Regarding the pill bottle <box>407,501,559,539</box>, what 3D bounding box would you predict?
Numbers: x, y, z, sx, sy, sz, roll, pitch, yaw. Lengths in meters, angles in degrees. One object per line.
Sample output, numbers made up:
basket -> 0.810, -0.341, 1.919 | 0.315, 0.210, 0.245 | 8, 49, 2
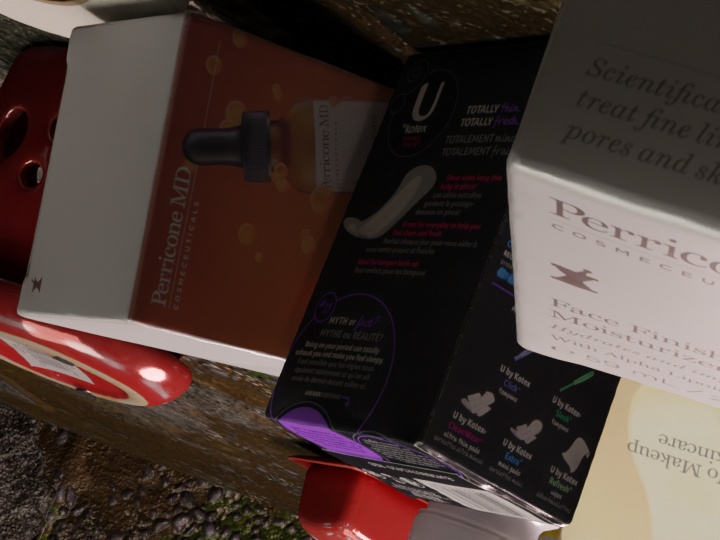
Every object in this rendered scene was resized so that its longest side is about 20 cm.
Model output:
pill bottle -> 0.101, 0.094, 1.123 | 0.111, 0.201, 0.112 | 21, 167, 5

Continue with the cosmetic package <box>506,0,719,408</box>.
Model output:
cosmetic package -> 0.149, -0.049, 0.577 | 0.164, 0.166, 0.200 | 18, 166, 12

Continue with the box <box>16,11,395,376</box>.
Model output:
box -> -0.054, -0.028, 0.914 | 0.199, 0.153, 0.106 | 15, 172, -40

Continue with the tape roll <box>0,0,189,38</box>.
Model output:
tape roll -> -0.174, -0.173, 0.875 | 0.202, 0.037, 0.203 | 21, 166, 6

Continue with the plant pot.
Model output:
plant pot -> -0.163, -0.020, 1.147 | 0.199, 0.183, 0.201 | 18, 166, 5

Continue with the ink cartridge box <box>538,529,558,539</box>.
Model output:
ink cartridge box -> 0.238, 0.227, 1.423 | 0.146, 0.201, 0.146 | 9, 161, 41

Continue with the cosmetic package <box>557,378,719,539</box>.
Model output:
cosmetic package -> 0.175, 0.075, 0.975 | 0.105, 0.071, 0.201 | 16, 123, 19

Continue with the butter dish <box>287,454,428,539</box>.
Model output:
butter dish -> 0.002, 0.332, 2.300 | 0.199, 0.149, 0.200 | 28, 165, -27

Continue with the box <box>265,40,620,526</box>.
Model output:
box -> 0.059, 0.005, 0.846 | 0.106, 0.201, 0.122 | 31, 164, -35
